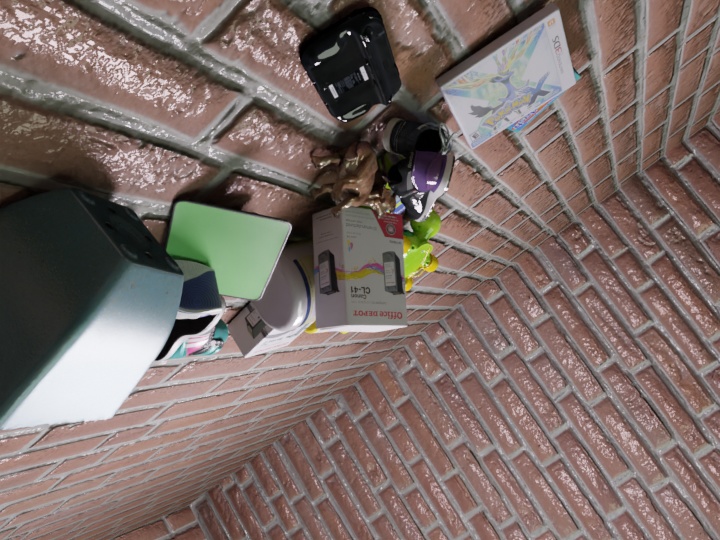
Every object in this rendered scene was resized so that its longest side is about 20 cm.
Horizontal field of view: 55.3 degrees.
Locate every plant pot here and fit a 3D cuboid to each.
[{"bbox_3d":[-0.316,0.026,0.749,0.200,0.196,0.196,-45,163,6],"label":"plant pot"}]

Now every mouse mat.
[{"bbox_3d":[-0.197,-0.023,0.974,0.160,0.008,0.200,11,142,-17],"label":"mouse mat"}]

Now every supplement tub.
[{"bbox_3d":[-0.086,0.015,1.241,0.199,0.145,0.145,-19,159,-42],"label":"supplement tub"}]

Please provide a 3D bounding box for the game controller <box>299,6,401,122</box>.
[{"bbox_3d":[-0.008,-0.244,0.840,0.104,0.042,0.200,-21,165,7],"label":"game controller"}]

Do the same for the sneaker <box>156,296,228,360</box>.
[{"bbox_3d":[-0.274,0.097,1.218,0.200,0.084,0.120,-34,162,31],"label":"sneaker"}]

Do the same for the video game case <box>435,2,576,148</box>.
[{"bbox_3d":[0.232,-0.293,1.069,0.199,0.022,0.182,-31,149,11],"label":"video game case"}]

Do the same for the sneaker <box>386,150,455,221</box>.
[{"bbox_3d":[0.082,-0.140,1.079,0.087,0.076,0.200,14,163,-4],"label":"sneaker"}]

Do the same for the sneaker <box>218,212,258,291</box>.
[{"bbox_3d":[-0.193,-0.023,1.056,0.090,0.067,0.200,-21,158,-32],"label":"sneaker"}]

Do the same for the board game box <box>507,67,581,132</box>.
[{"bbox_3d":[0.289,-0.316,1.193,0.152,0.045,0.200,-42,163,26],"label":"board game box"}]

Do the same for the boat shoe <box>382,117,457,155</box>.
[{"bbox_3d":[0.108,-0.205,1.102,0.200,0.062,0.075,3,108,-61],"label":"boat shoe"}]

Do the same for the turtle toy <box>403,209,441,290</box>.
[{"bbox_3d":[0.097,-0.051,1.493,0.200,0.101,0.145,-39,138,21],"label":"turtle toy"}]

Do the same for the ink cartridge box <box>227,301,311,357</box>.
[{"bbox_3d":[-0.158,0.085,1.422,0.200,0.084,0.146,-42,162,30],"label":"ink cartridge box"}]

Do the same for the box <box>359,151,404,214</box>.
[{"bbox_3d":[0.052,-0.143,1.232,0.122,0.048,0.200,-36,164,11],"label":"box"}]

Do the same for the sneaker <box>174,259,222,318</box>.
[{"bbox_3d":[-0.305,0.043,0.992,0.198,0.081,0.115,-5,164,-19],"label":"sneaker"}]

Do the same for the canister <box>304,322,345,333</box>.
[{"bbox_3d":[-0.049,0.088,1.654,0.148,0.087,0.200,-39,162,19],"label":"canister"}]

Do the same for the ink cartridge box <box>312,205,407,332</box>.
[{"bbox_3d":[0.000,0.000,1.167,0.147,0.201,0.085,5,167,-42],"label":"ink cartridge box"}]

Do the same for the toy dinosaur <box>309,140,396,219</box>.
[{"bbox_3d":[-0.001,-0.149,1.044,0.135,0.086,0.200,-30,159,-16],"label":"toy dinosaur"}]
